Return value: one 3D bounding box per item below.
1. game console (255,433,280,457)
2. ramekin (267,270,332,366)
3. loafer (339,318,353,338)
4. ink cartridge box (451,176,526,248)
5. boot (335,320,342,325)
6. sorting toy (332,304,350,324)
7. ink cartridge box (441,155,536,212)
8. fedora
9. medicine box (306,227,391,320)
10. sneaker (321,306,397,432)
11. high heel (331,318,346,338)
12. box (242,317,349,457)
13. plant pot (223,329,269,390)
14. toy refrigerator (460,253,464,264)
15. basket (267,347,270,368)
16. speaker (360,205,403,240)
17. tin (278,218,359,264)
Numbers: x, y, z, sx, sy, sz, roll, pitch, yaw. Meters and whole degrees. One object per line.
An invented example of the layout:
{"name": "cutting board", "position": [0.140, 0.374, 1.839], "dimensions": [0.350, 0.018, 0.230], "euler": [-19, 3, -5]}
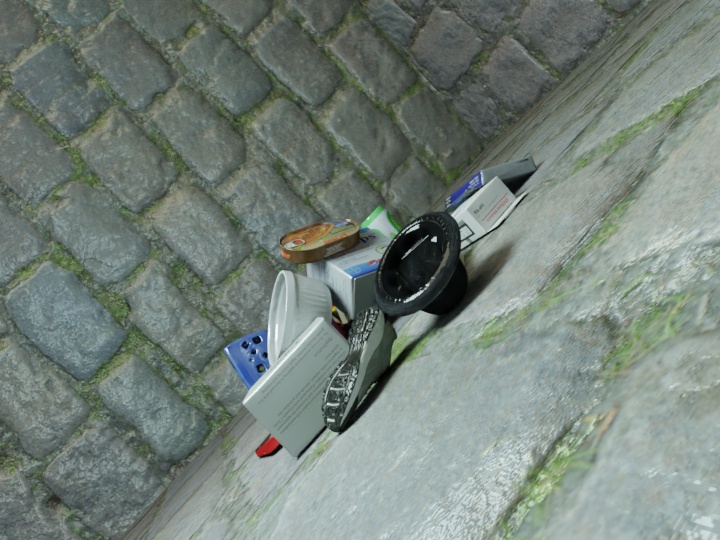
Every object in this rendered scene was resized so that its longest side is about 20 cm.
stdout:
{"name": "game console", "position": [-0.145, 0.318, 1.281], "dimensions": [0.200, 0.031, 0.177], "euler": [-46, -4, -29]}
{"name": "ramekin", "position": [-0.130, 0.107, 1.260], "dimensions": [0.200, 0.103, 0.206], "euler": [-173, 90, -73]}
{"name": "loafer", "position": [0.000, 0.134, 1.261], "dimensions": [0.073, 0.072, 0.200], "euler": [-44, 2, -28]}
{"name": "ink cartridge box", "position": [0.251, -0.121, 1.251], "dimensions": [0.116, 0.068, 0.200], "euler": [-46, 2, -23]}
{"name": "boot", "position": [-0.098, 0.193, 1.652], "dimensions": [0.199, 0.074, 0.154], "euler": [-41, -11, 12]}
{"name": "sorting toy", "position": [-0.024, 0.047, 1.529], "dimensions": [0.068, 0.202, 0.200], "euler": [-6, 26, 36]}
{"name": "ink cartridge box", "position": [0.280, -0.194, 1.390], "dimensions": [0.196, 0.041, 0.199], "euler": [-20, -7, -21]}
{"name": "fedora", "position": [0.109, 0.006, 0.943], "dimensions": [0.199, 0.091, 0.203], "euler": [-38, 30, 26]}
{"name": "medicine box", "position": [0.000, 0.000, 1.328], "dimensions": [0.179, 0.105, 0.199], "euler": [-19, 32, -30]}
{"name": "sneaker", "position": [0.006, 0.157, 0.908], "dimensions": [0.073, 0.079, 0.203], "euler": [-11, 45, 50]}
{"name": "high heel", "position": [-0.082, 0.184, 1.320], "dimensions": [0.066, 0.098, 0.200], "euler": [-15, -19, -27]}
{"name": "box", "position": [-0.094, 0.200, 1.067], "dimensions": [0.199, 0.131, 0.200], "euler": [-45, 2, -8]}
{"name": "plant pot", "position": [-0.243, 0.262, 1.627], "dimensions": [0.179, 0.201, 0.201], "euler": [-37, -14, -16]}
{"name": "toy refrigerator", "position": [0.148, -0.008, 1.114], "dimensions": [0.076, 0.070, 0.200], "euler": [-44, 2, 15]}
{"name": "basket", "position": [-0.163, 0.186, 1.489], "dimensions": [0.149, 0.139, 0.205], "euler": [147, 129, -77]}
{"name": "speaker", "position": [0.092, -0.066, 1.497], "dimensions": [0.088, 0.200, 0.088], "euler": [-43, 2, 2]}
{"name": "tin", "position": [-0.088, -0.066, 1.309], "dimensions": [0.197, 0.043, 0.111], "euler": [-22, 29, -33]}
